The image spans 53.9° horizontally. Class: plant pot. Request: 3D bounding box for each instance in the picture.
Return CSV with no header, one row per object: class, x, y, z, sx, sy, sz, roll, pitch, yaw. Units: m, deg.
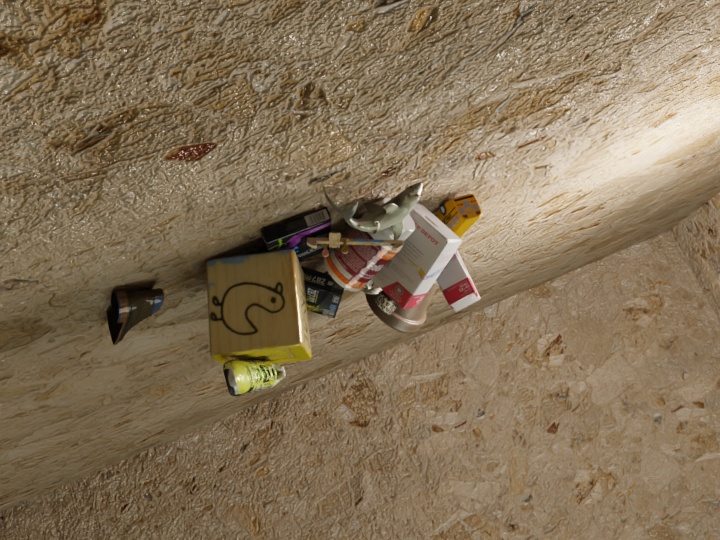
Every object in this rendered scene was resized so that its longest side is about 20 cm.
plant pot,0.140,0.055,2.107,0.199,0.201,0.175,-5,138,-51

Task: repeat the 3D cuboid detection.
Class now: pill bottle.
pill bottle,0.021,-0.057,1.564,0.200,0.115,0.114,-45,157,26

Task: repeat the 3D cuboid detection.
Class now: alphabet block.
alphabet block,-0.211,0.087,1.498,0.193,0.203,0.197,-8,165,1

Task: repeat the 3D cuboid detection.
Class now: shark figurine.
shark figurine,0.018,-0.119,1.434,0.213,0.090,0.129,-15,135,-33

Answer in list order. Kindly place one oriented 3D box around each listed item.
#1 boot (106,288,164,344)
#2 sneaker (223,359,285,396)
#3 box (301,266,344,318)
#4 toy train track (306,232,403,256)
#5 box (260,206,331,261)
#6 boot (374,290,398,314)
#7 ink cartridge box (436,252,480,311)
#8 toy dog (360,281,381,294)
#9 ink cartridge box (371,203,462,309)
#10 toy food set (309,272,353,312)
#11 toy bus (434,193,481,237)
boot,-0.465,0.096,1.464,0.096,0.075,0.200,-12,159,-30
sneaker,-0.216,0.208,1.441,0.076,0.076,0.200,-18,173,12
box,-0.124,0.049,1.728,0.159,0.050,0.200,15,160,-3
toy train track,-0.012,-0.047,1.457,0.197,0.033,0.115,1,168,-2
box,-0.132,-0.063,1.503,0.142,0.036,0.200,-21,167,-9
boot,0.113,0.043,1.913,0.154,0.073,0.203,-46,173,6
ink cartridge box,0.246,0.000,1.958,0.085,0.202,0.148,-26,166,10
toy dog,0.000,0.000,1.812,0.130,0.098,0.200,5,-176,7
ink cartridge box,0.119,-0.034,1.647,0.085,0.148,0.201,-3,132,-57
toy food set,-0.096,0.060,1.965,0.196,0.049,0.200,-26,166,10
toy bus,0.227,-0.122,1.772,0.064,0.079,0.200,-17,164,-23
